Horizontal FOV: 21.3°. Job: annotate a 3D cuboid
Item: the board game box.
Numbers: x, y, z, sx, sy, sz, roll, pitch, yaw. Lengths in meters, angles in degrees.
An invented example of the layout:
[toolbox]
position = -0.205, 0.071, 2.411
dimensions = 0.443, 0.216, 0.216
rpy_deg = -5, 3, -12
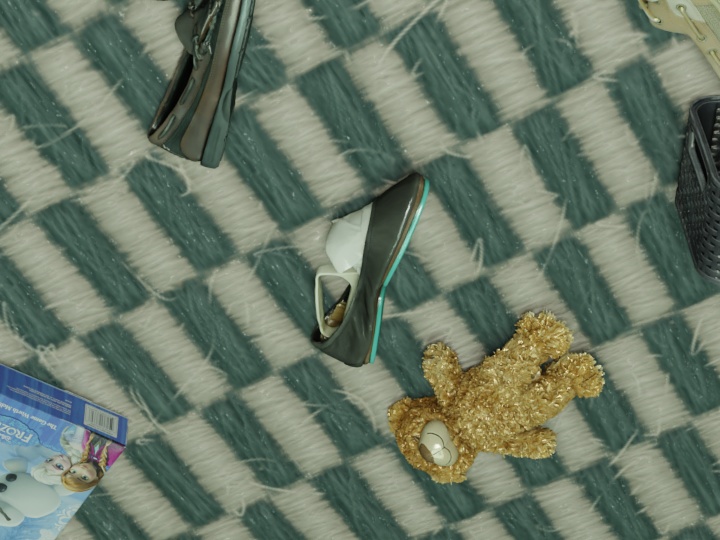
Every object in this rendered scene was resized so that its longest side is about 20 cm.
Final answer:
[board game box]
position = -0.341, 0.169, 1.698
dimensions = 0.200, 0.043, 0.199
rpy_deg = 26, 123, -21

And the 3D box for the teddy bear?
[teddy bear]
position = 0.116, 0.116, 1.670
dimensions = 0.200, 0.067, 0.145
rpy_deg = -19, 124, 10

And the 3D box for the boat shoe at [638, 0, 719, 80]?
[boat shoe]
position = 0.239, -0.205, 1.431
dimensions = 0.065, 0.072, 0.200
rpy_deg = -39, 126, 22

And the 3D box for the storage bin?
[storage bin]
position = 0.358, -0.063, 1.503
dimensions = 0.200, 0.135, 0.094
rpy_deg = -1, 128, -3

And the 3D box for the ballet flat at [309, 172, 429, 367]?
[ballet flat]
position = 0.000, 0.000, 1.577
dimensions = 0.068, 0.068, 0.200
rpy_deg = 14, 125, -4

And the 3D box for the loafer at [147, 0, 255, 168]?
[loafer]
position = -0.119, -0.163, 1.443
dimensions = 0.063, 0.072, 0.200
rpy_deg = 11, 128, -5
